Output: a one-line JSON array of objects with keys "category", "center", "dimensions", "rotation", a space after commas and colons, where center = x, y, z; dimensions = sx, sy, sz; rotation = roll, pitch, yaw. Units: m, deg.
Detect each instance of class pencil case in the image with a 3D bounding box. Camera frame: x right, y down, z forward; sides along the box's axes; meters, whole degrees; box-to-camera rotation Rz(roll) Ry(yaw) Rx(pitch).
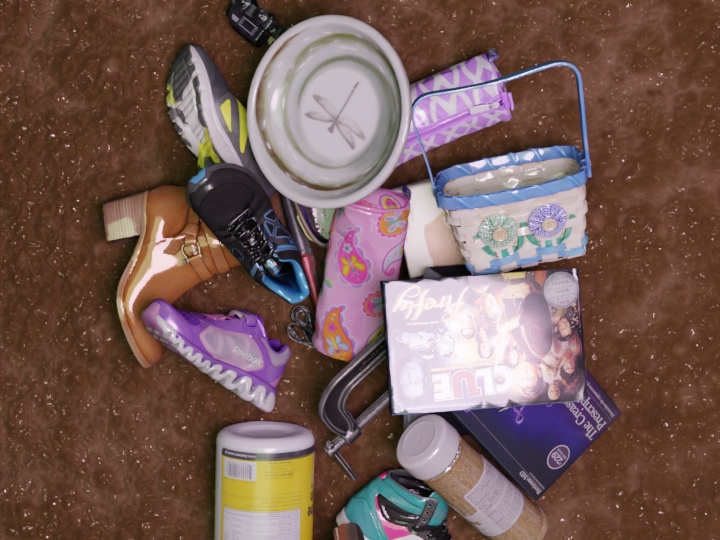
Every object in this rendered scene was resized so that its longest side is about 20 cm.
[{"category": "pencil case", "center": [0.000, 0.000, 1.563], "dimensions": [0.087, 0.088, 0.201], "rotation": [9, 115, 1]}, {"category": "pencil case", "center": [0.072, -0.165, 1.576], "dimensions": [0.199, 0.086, 0.084], "rotation": [-24, 129, 8]}]

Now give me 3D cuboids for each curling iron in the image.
[{"category": "curling iron", "center": [-0.071, -0.009, 1.629], "dimensions": [0.049, 0.026, 0.201], "rotation": [-9, 96, -1]}]

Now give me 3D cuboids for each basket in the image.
[{"category": "basket", "center": [0.156, -0.103, 1.480], "dimensions": [0.176, 0.139, 0.201], "rotation": [-14, 104, 5]}]

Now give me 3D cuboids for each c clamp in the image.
[{"category": "c clamp", "center": [0.024, 0.129, 1.606], "dimensions": [0.200, 0.171, 0.027], "rotation": [-45, 54, -3]}]

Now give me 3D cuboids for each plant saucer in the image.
[{"category": "plant saucer", "center": [-0.026, -0.165, 1.508], "dimensions": [0.199, 0.050, 0.201], "rotation": [1, 93, 30]}]

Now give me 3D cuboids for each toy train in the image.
[{"category": "toy train", "center": [-0.072, -0.232, 1.574], "dimensions": [0.200, 0.034, 0.046], "rotation": [40, 99, 17]}]

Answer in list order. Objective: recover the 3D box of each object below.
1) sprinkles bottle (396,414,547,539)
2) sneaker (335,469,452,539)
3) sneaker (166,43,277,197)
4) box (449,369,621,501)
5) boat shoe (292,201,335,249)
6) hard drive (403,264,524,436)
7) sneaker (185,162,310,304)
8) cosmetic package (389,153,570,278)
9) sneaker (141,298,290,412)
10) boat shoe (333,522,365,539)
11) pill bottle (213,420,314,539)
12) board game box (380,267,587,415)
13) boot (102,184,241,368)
[{"category": "sprinkles bottle", "center": [0.124, 0.238, 1.576], "dimensions": [0.068, 0.068, 0.200], "rotation": [-43, 120, 6]}, {"category": "sneaker", "center": [0.085, 0.293, 1.632], "dimensions": [0.200, 0.084, 0.121], "rotation": [34, 106, 0]}, {"category": "sneaker", "center": [-0.151, -0.158, 1.601], "dimensions": [0.074, 0.084, 0.201], "rotation": [-31, 75, 48]}, {"category": "box", "center": [0.171, 0.132, 1.555], "dimensions": [0.141, 0.079, 0.200], "rotation": [-44, 125, -1]}, {"category": "boat shoe", "center": [-0.055, -0.121, 1.599], "dimensions": [0.072, 0.060, 0.201], "rotation": [-13, 95, 6]}, {"category": "hard drive", "center": [0.119, 0.092, 1.581], "dimensions": [0.134, 0.042, 0.201], "rotation": [-3, 112, -27]}, {"category": "sneaker", "center": [-0.110, -0.040, 1.526], "dimensions": [0.073, 0.082, 0.200], "rotation": [-38, 137, 5]}, {"category": "cosmetic package", "center": [0.139, -0.065, 1.592], "dimensions": [0.199, 0.071, 0.106], "rotation": [-15, 95, 4]}, {"category": "sneaker", "center": [-0.153, 0.075, 1.595], "dimensions": [0.200, 0.080, 0.089], "rotation": [37, 84, -36]}, {"category": "boat shoe", "center": [-0.025, 0.359, 1.602], "dimensions": [0.073, 0.076, 0.201], "rotation": [-5, 132, -3]}, {"category": "pill bottle", "center": [-0.109, 0.277, 1.620], "dimensions": [0.111, 0.112, 0.201], "rotation": [2, 97, 2]}, {"category": "board game box", "center": [0.124, 0.071, 1.451], "dimensions": [0.199, 0.035, 0.136], "rotation": [-4, 90, -4]}, {"category": "boot", "center": [-0.198, 0.002, 1.621], "dimensions": [0.155, 0.077, 0.201], "rotation": [-9, 89, -1]}]
